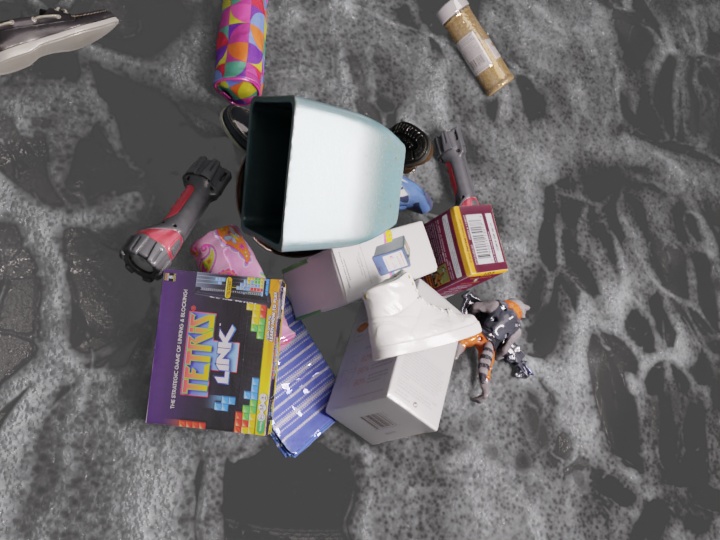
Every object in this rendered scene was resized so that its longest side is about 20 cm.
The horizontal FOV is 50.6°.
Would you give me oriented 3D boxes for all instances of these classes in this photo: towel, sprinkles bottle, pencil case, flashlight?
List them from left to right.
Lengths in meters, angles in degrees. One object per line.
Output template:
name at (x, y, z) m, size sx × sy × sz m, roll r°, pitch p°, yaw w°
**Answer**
flashlight at (-0.265, -0.080, 1.090) m, size 0.068 × 0.067 × 0.203 m, roll 45°, pitch 51°, yaw -27°
pencil case at (-0.194, -0.371, 1.233) m, size 0.086 × 0.088 × 0.206 m, roll 12°, pitch 65°, yaw -28°
pencil case at (-0.168, 0.036, 1.093) m, size 0.086 × 0.087 × 0.203 m, roll -24°, pitch 80°, yaw -36°
towel at (-0.108, 0.158, 1.141) m, size 0.144 × 0.024 × 0.203 m, roll -33°, pitch 93°, yaw -37°
flashlight at (0.180, -0.156, 1.415) m, size 0.066 × 0.068 × 0.205 m, roll -14°, pitch 75°, yaw -1°
sprinkles bottle at (0.232, -0.456, 1.545) m, size 0.068 × 0.068 × 0.202 m, roll -37°, pitch 96°, yaw -36°

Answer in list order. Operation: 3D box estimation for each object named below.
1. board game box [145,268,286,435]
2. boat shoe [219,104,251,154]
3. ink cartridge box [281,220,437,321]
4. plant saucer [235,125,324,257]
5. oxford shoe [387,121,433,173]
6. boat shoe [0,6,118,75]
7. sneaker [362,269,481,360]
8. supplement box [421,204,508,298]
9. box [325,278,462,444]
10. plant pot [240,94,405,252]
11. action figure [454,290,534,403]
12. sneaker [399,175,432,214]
board game box at (-0.190, 0.107, 1.013) m, size 0.160 × 0.057 × 0.206 m, roll 5°, pitch 83°, yaw 2°
boat shoe at (-0.136, -0.200, 1.221) m, size 0.199 × 0.061 × 0.076 m, roll 42°, pitch 58°, yaw -14°
ink cartridge box at (0.000, 0.000, 1.180) m, size 0.197 × 0.144 × 0.090 m, roll -16°, pitch 86°, yaw -39°
plant saucer at (-0.102, -0.124, 1.192) m, size 0.195 × 0.034 × 0.206 m, roll -4°, pitch 101°, yaw -21°
oxford shoe at (0.076, -0.201, 1.282) m, size 0.083 × 0.199 × 0.074 m, roll 25°, pitch 90°, yaw -27°
boat shoe at (-0.437, -0.337, 1.069) m, size 0.198 × 0.073 × 0.061 m, roll -32°, pitch 96°, yaw -28°
sneaker at (0.088, 0.052, 1.071) m, size 0.196 × 0.073 × 0.119 m, roll -7°, pitch 80°, yaw -40°
supplement box at (0.137, -0.020, 1.252) m, size 0.084 × 0.199 × 0.113 m, roll -5°, pitch 76°, yaw -34°
box at (0.054, 0.141, 1.160) m, size 0.106 × 0.151 × 0.203 m, roll 36°, pitch 54°, yaw -24°
plant pot at (-0.047, -0.138, 1.096) m, size 0.195 × 0.195 × 0.202 m, roll 1°, pitch 100°, yaw -26°
action figure at (0.245, 0.135, 1.333) m, size 0.199 × 0.104 × 0.195 m, roll 42°, pitch 66°, yaw -11°
sneaker at (0.041, -0.130, 1.308) m, size 0.197 × 0.073 × 0.084 m, roll 22°, pitch 85°, yaw -34°
